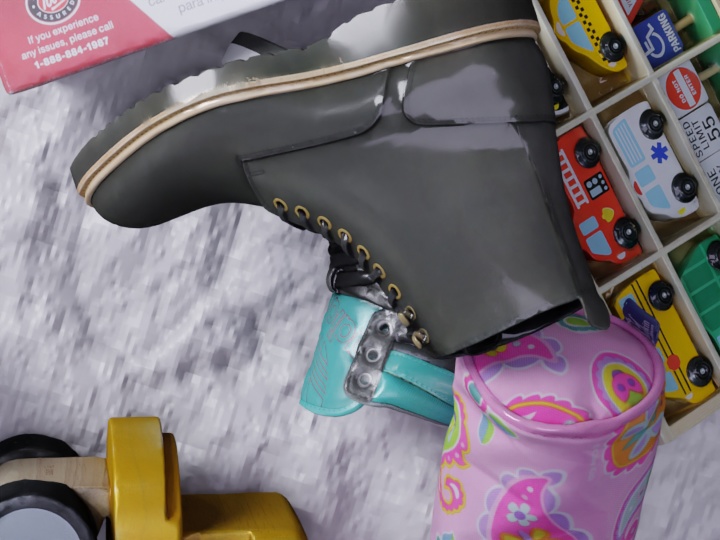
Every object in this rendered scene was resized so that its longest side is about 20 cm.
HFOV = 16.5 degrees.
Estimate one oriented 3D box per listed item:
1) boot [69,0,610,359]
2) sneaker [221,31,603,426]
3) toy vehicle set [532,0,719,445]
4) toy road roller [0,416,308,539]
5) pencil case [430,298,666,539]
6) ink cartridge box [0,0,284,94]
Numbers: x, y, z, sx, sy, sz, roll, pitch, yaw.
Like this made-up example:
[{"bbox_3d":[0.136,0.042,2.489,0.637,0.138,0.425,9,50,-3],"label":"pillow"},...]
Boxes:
[{"bbox_3d":[-0.011,-0.015,0.955,0.199,0.077,0.139,-21,81,26],"label":"boot"},{"bbox_3d":[0.000,0.000,1.045,0.199,0.084,0.121,36,90,-3],"label":"sneaker"},{"bbox_3d":[0.119,-0.044,1.023,0.124,0.026,0.201,-31,97,-25],"label":"toy vehicle set"},{"bbox_3d":[-0.095,0.163,1.057,0.145,0.123,0.202,-1,98,-7],"label":"toy road roller"},{"bbox_3d":[0.069,0.101,1.012,0.087,0.088,0.201,9,130,3],"label":"pencil case"},{"bbox_3d":[-0.106,-0.192,1.019,0.143,0.084,0.201,-18,96,7],"label":"ink cartridge box"}]
